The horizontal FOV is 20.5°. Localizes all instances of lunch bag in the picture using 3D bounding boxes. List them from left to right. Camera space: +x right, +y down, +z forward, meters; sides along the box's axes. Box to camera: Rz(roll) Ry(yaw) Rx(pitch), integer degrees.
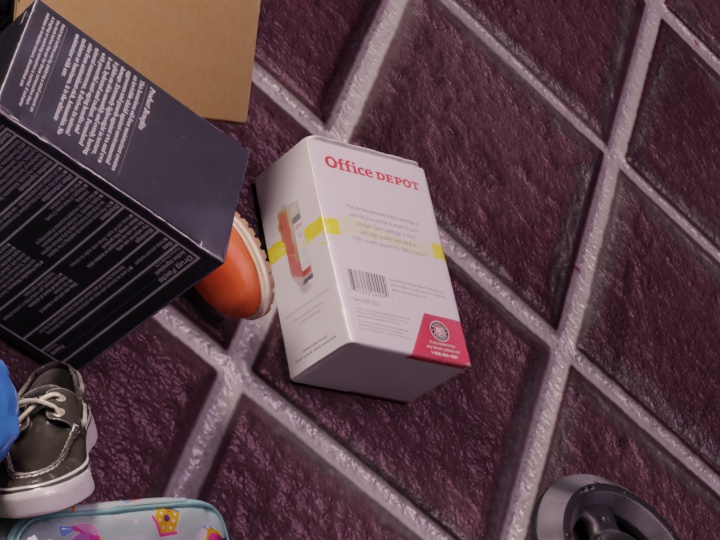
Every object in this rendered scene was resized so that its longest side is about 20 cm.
[{"bbox_3d":[-0.170,0.239,1.354,0.199,0.077,0.161,3,78,-43],"label":"lunch bag"}]

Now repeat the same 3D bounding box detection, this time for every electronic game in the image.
[{"bbox_3d":[0.235,0.274,1.797,0.199,0.042,0.201,26,41,-25],"label":"electronic game"}]

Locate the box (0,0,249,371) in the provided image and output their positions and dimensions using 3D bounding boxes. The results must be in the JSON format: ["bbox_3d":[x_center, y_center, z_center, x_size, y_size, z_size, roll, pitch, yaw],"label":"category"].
[{"bbox_3d":[-0.221,-0.053,1.432,0.198,0.200,0.124,36,42,-24],"label":"box"}]

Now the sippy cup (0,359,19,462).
[{"bbox_3d":[-0.294,0.107,1.298,0.178,0.130,0.140,51,39,-7],"label":"sippy cup"}]

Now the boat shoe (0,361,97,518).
[{"bbox_3d":[-0.220,0.113,1.357,0.200,0.070,0.064,-110,-169,-76],"label":"boat shoe"}]

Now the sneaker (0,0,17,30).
[{"bbox_3d":[-0.317,-0.274,1.585,0.114,0.075,0.201,-28,88,-54],"label":"sneaker"}]

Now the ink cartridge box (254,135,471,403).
[{"bbox_3d":[0.000,0.000,1.714,0.145,0.083,0.201,13,55,-41],"label":"ink cartridge box"}]

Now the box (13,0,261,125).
[{"bbox_3d":[-0.178,-0.209,1.590,0.199,0.021,0.164,5,94,-23],"label":"box"}]

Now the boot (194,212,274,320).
[{"bbox_3d":[-0.158,-0.027,1.587,0.200,0.075,0.107,48,41,4],"label":"boot"}]
